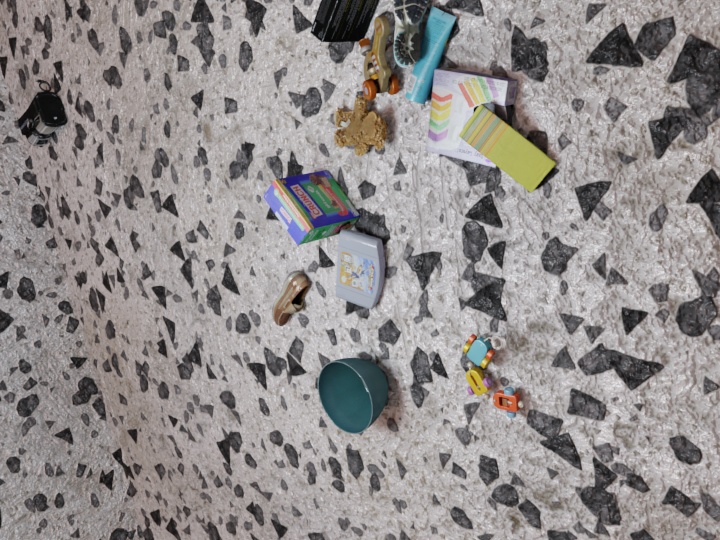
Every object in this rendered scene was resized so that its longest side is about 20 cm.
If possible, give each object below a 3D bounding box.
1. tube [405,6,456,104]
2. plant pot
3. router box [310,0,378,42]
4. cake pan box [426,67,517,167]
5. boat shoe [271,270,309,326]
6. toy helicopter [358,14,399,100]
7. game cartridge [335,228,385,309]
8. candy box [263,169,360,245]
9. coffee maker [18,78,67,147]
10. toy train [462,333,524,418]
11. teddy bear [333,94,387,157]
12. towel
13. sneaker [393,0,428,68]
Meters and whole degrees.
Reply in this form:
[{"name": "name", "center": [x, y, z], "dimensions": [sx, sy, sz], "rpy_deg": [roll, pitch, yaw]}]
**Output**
[{"name": "tube", "center": [0.153, -0.478, 1.580], "dimensions": [0.077, 0.050, 0.202], "rpy_deg": [34, 120, 31]}, {"name": "plant pot", "center": [0.000, 0.321, 1.911], "dimensions": [0.198, 0.134, 0.203], "rpy_deg": [16, 114, 39]}, {"name": "router box", "center": [-0.020, -0.627, 1.620], "dimensions": [0.051, 0.148, 0.201], "rpy_deg": [44, 128, 22]}, {"name": "cake pan box", "center": [0.242, -0.334, 1.537], "dimensions": [0.198, 0.052, 0.187], "rpy_deg": [23, 120, 35]}, {"name": "boat shoe", "center": [-0.204, 0.094, 2.075], "dimensions": [0.072, 0.075, 0.202], "rpy_deg": [41, 129, 23]}, {"name": "toy helicopter", "center": [0.037, -0.504, 1.626], "dimensions": [0.201, 0.078, 0.133], "rpy_deg": [100, 147, -55]}, {"name": "game cartridge", "center": [0.000, 0.000, 1.858], "dimensions": [0.132, 0.041, 0.203], "rpy_deg": [20, 121, 28]}, {"name": "candy box", "center": [-0.124, -0.166, 1.827], "dimensions": [0.170, 0.199, 0.077], "rpy_deg": [53, 132, 16]}, {"name": "coffee maker", "center": [-1.279, -0.625, 2.834], "dimensions": [0.199, 0.133, 0.195], "rpy_deg": [-22, 65, 43]}, {"name": "toy train", "center": [0.316, 0.237, 1.649], "dimensions": [0.149, 0.055, 0.203], "rpy_deg": [-1, 105, 42]}, {"name": "teddy bear", "center": [0.000, -0.355, 1.757], "dimensions": [0.199, 0.066, 0.147], "rpy_deg": [-13, 85, 51]}, {"name": "towel", "center": [0.305, -0.255, 1.472], "dimensions": [0.199, 0.018, 0.086], "rpy_deg": [38, 125, 1]}, {"name": "sneaker", "center": [0.103, -0.553, 1.579], "dimensions": [0.076, 0.086, 0.203], "rpy_deg": [9, 92, -3]}]
